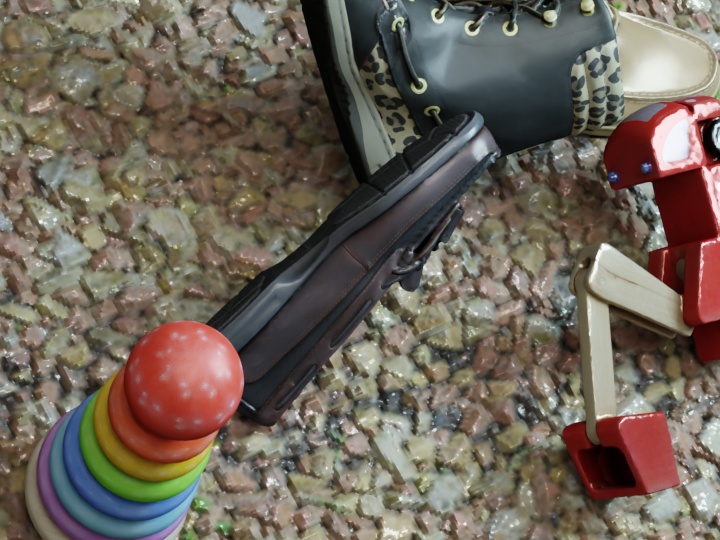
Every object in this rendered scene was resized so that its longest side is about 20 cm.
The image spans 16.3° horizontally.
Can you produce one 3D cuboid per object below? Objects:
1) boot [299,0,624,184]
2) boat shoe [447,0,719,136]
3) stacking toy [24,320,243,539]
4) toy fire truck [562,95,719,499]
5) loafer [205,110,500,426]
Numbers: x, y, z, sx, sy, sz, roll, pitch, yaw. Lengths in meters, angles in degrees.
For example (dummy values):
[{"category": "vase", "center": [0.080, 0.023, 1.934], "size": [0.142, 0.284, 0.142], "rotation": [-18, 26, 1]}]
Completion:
[{"category": "boot", "center": [0.051, -0.137, 1.338], "size": [0.154, 0.204, 0.073], "rotation": [-19, 30, -6]}, {"category": "boat shoe", "center": [0.119, -0.123, 1.427], "size": [0.200, 0.065, 0.071], "rotation": [1, 66, -17]}, {"category": "stacking toy", "center": [-0.104, 0.076, 1.192], "size": [0.085, 0.200, 0.085], "rotation": [7, 65, -14]}, {"category": "toy fire truck", "center": [0.160, 0.012, 1.366], "size": [0.141, 0.049, 0.200], "rotation": [-16, 91, -35]}, {"category": "loafer", "center": [0.000, 0.000, 1.307], "size": [0.200, 0.072, 0.063], "rotation": [-40, 101, 4]}]
